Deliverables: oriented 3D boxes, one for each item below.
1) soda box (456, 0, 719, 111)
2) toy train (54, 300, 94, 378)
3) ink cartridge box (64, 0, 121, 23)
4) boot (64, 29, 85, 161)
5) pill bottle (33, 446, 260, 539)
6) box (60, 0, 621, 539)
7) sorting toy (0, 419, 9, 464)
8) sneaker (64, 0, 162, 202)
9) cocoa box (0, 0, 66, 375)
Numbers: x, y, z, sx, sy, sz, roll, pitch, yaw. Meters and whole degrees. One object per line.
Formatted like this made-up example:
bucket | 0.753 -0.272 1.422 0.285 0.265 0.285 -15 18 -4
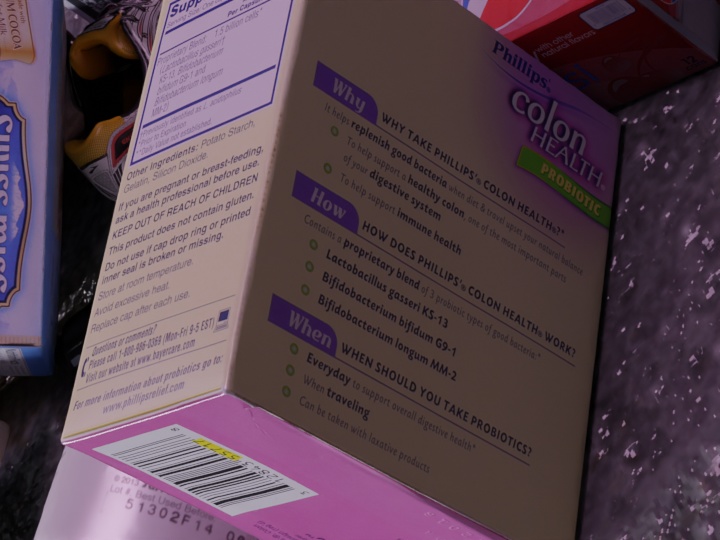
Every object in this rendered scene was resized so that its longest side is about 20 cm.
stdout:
soda box | 0.058 -0.096 0.938 0.199 0.063 0.070 -22 49 42
toy train | -0.080 -0.002 1.062 0.200 0.046 0.034 -36 41 31
ink cartridge box | -0.187 -0.265 1.258 0.047 0.197 0.201 -20 52 40
boot | -0.207 -0.032 1.223 0.166 0.072 0.201 -46 33 23
pill bottle | -0.055 0.046 0.934 0.114 0.114 0.201 -5 62 51
box | 0.000 0.000 0.841 0.096 0.175 0.201 -18 52 44
sorting toy | -0.272 0.182 1.099 0.200 0.069 0.199 -45 23 32
sneaker | -0.105 -0.122 1.150 0.078 0.082 0.201 -28 45 38
cocoa box | -0.217 -0.052 1.117 0.133 0.130 0.202 121 150 -80
